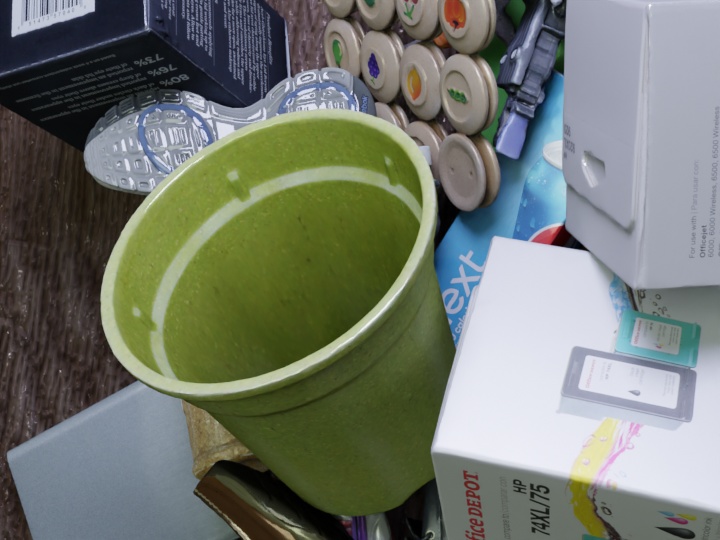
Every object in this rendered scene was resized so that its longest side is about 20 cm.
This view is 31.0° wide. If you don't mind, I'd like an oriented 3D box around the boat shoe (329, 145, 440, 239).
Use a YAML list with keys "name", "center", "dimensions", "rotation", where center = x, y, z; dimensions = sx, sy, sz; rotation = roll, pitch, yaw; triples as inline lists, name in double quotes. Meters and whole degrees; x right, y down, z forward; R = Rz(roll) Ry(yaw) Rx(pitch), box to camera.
- name: "boat shoe"
  center: [-0.038, -0.032, 0.860]
  dimensions: [0.198, 0.075, 0.061]
  rotation: [-12, 89, 35]

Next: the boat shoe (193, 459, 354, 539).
- name: "boat shoe"
  center: [-0.026, 0.197, 0.797]
  dimensions: [0.199, 0.076, 0.074]
  rotation: [36, 91, 12]

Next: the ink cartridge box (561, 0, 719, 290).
- name: "ink cartridge box"
  center: [0.222, -0.080, 0.702]
  dimensions: [0.197, 0.147, 0.147]
  rotation: [-3, 104, -6]

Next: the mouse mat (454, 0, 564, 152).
- name: "mouse mat"
  center: [0.140, -0.150, 0.894]
  dimensions: [0.159, 0.008, 0.203]
  rotation: [0, 85, 24]

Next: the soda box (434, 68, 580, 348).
- name: "soda box"
  center: [0.106, -0.027, 0.861]
  dimensions: [0.068, 0.064, 0.201]
  rotation: [35, 101, 22]

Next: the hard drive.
- name: "hard drive"
  center: [-0.169, 0.164, 0.989]
  dimensions: [0.199, 0.033, 0.141]
  rotation: [-28, 75, 20]

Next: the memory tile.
- name: "memory tile"
  center: [0.027, -0.131, 0.860]
  dimensions: [0.199, 0.017, 0.155]
  rotation: [30, 129, 53]

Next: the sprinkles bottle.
- name: "sprinkles bottle"
  center: [-0.104, 0.046, 0.930]
  dimensions: [0.068, 0.068, 0.202]
  rotation: [-22, 69, 21]

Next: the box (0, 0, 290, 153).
- name: "box"
  center: [-0.156, -0.155, 0.916]
  dimensions: [0.146, 0.200, 0.106]
  rotation: [-11, 70, 21]

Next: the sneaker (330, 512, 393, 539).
- name: "sneaker"
  center: [-0.022, 0.172, 0.863]
  dimensions: [0.082, 0.081, 0.202]
  rotation: [-11, 71, -9]

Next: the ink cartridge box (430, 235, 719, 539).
- name: "ink cartridge box"
  center: [0.156, 0.093, 0.745]
  dimensions: [0.197, 0.147, 0.147]
  rotation: [10, 57, 16]

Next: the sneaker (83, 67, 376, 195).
- name: "sneaker"
  center: [-0.087, -0.080, 0.881]
  dimensions: [0.197, 0.087, 0.076]
  rotation: [-6, 75, -2]

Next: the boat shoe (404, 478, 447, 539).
- name: "boat shoe"
  center: [0.063, 0.184, 0.865]
  dimensions: [0.062, 0.074, 0.203]
  rotation: [5, 82, 29]

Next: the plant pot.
- name: "plant pot"
  center: [-0.023, 0.042, 0.762]
  dimensions: [0.198, 0.185, 0.202]
  rotation: [-14, 46, 14]

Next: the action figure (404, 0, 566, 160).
- name: "action figure"
  center: [0.079, -0.177, 0.833]
  dimensions: [0.193, 0.104, 0.202]
  rotation: [-7, 63, 61]

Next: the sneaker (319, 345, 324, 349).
- name: "sneaker"
  center: [0.000, 0.000, 0.908]
  dimensions: [0.115, 0.075, 0.201]
  rotation: [-39, 70, 13]
